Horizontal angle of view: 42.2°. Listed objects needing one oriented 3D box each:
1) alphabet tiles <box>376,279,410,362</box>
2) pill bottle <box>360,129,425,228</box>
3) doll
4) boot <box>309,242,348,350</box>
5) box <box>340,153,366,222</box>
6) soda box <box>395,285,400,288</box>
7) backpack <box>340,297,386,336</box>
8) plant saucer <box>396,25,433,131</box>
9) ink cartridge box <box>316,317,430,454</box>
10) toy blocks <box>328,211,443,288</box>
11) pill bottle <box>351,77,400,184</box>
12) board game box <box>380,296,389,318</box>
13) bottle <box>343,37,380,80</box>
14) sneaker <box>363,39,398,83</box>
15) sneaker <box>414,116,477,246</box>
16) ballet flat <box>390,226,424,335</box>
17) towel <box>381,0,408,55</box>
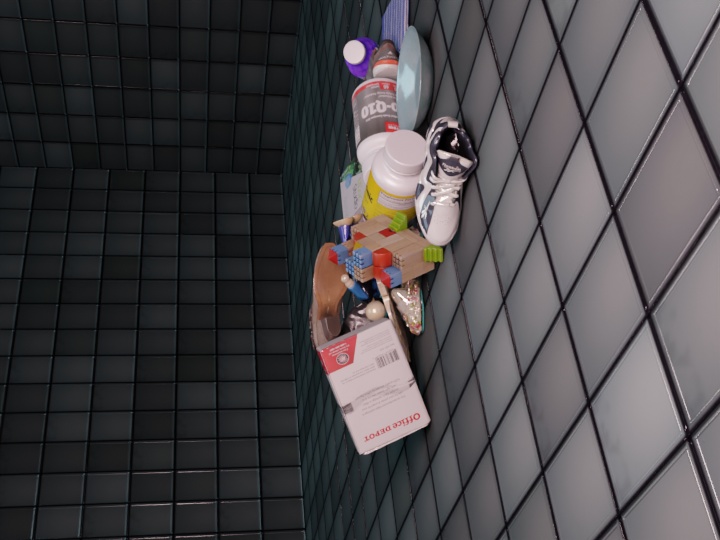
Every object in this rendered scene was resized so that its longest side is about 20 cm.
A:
[{"bbox_3d":[0.061,0.075,1.789,0.197,0.014,0.203,-95,-13,-58],"label":"alphabet tiles"},{"bbox_3d":[0.068,-0.163,1.730,0.201,0.108,0.113,107,160,-55],"label":"pill bottle"},{"bbox_3d":[0.000,0.000,1.763,0.136,0.048,0.204,-22,-85,-63],"label":"doll"},{"bbox_3d":[-0.071,0.062,1.813,0.146,0.068,0.205,139,132,-72],"label":"boot"},{"bbox_3d":[0.014,-0.207,2.084,0.200,0.036,0.147,-49,38,46],"label":"box"},{"bbox_3d":[0.048,-0.065,1.937,0.064,0.069,0.204,109,160,-62],"label":"soda box"},{"bbox_3d":[0.019,0.158,1.877,0.200,0.124,0.171,73,-176,-75],"label":"backpack"},{"bbox_3d":[0.105,-0.348,1.732,0.201,0.038,0.206,-179,90,-79],"label":"plant saucer"},{"bbox_3d":[0.022,0.208,1.695,0.083,0.144,0.204,-179,68,-81],"label":"ink cartridge box"},{"bbox_3d":[0.032,-0.030,1.647,0.199,0.135,0.102,33,136,45],"label":"toy blocks"},{"bbox_3d":[0.044,-0.270,1.856,0.115,0.111,0.204,108,159,-58],"label":"pill bottle"},{"bbox_3d":[0.052,0.034,2.030,0.136,0.027,0.204,106,162,-53],"label":"board game box"},{"bbox_3d":[0.007,-0.462,2.026,0.200,0.064,0.086,-21,-61,-77],"label":"bottle"},{"bbox_3d":[0.048,-0.421,1.945,0.200,0.075,0.084,144,125,-75],"label":"sneaker"},{"bbox_3d":[0.133,-0.140,1.448,0.130,0.078,0.204,-139,60,-87],"label":"sneaker"},{"bbox_3d":[0.085,0.020,1.756,0.076,0.062,0.205,151,118,-77],"label":"ballet flat"},{"bbox_3d":[0.076,-0.506,1.961,0.200,0.023,0.149,151,121,-76],"label":"towel"}]
